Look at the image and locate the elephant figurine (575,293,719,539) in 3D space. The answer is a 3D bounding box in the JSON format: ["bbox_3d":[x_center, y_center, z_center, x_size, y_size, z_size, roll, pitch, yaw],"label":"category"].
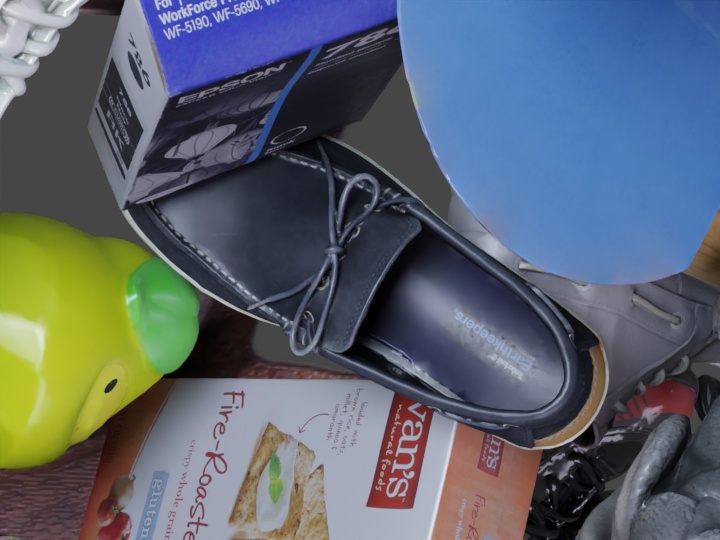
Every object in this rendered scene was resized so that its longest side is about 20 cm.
[{"bbox_3d":[0.142,0.104,1.058,0.200,0.141,0.155,-52,133,0],"label":"elephant figurine"}]

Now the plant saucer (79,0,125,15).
[{"bbox_3d":[-0.062,-0.153,0.849,0.200,0.037,0.201,-7,149,-4],"label":"plant saucer"}]

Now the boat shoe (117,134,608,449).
[{"bbox_3d":[0.000,0.000,1.002,0.075,0.200,0.062,-59,173,1],"label":"boat shoe"}]

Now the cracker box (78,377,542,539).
[{"bbox_3d":[-0.029,0.114,1.102,0.200,0.134,0.058,-2,158,43],"label":"cracker box"}]

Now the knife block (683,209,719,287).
[{"bbox_3d":[0.129,-0.036,1.067,0.199,0.064,0.176,-9,146,-6],"label":"knife block"}]

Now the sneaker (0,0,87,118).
[{"bbox_3d":[-0.112,-0.082,0.841,0.200,0.080,0.070,-30,142,26],"label":"sneaker"}]

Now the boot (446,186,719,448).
[{"bbox_3d":[0.100,0.027,1.108,0.200,0.096,0.073,27,160,-38],"label":"boot"}]

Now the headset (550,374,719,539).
[{"bbox_3d":[0.141,0.121,1.323,0.123,0.094,0.200,-2,161,-14],"label":"headset"}]

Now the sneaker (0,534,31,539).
[{"bbox_3d":[-0.142,0.161,1.065,0.087,0.074,0.200,29,142,4],"label":"sneaker"}]

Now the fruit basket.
[{"bbox_3d":[-0.164,0.041,1.027,0.215,0.156,0.216,5,143,4],"label":"fruit basket"}]

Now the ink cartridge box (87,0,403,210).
[{"bbox_3d":[-0.032,-0.073,0.898,0.099,0.039,0.200,-21,172,-13],"label":"ink cartridge box"}]

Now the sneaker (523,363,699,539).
[{"bbox_3d":[0.064,0.101,1.221,0.200,0.098,0.071,-25,143,16],"label":"sneaker"}]

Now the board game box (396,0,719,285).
[{"bbox_3d":[0.077,-0.098,0.883,0.158,0.200,0.039,38,164,-36],"label":"board game box"}]
